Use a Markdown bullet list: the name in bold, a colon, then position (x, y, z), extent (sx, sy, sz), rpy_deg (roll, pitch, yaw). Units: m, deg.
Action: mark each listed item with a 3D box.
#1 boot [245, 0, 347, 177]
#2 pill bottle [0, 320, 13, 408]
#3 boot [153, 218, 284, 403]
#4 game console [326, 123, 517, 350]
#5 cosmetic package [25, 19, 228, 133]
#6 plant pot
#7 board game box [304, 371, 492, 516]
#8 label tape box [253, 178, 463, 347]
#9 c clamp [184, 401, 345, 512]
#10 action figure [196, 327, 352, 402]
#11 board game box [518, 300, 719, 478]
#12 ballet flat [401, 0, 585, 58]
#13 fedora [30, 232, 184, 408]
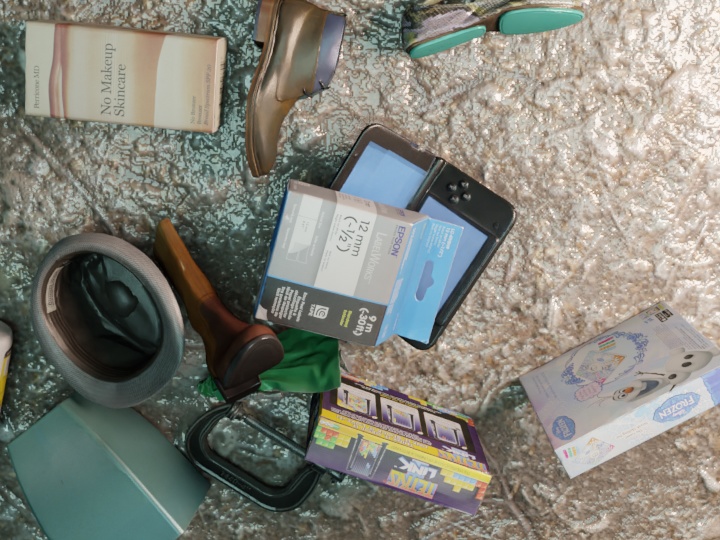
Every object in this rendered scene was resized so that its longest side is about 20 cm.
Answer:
- **boot**: position (-0.072, -0.196, 0.981), extent (0.097, 0.075, 0.200), rpy_deg (7, 102, 1)
- **pill bottle**: position (-0.479, 0.156, 1.050), extent (0.111, 0.111, 0.200), rpy_deg (14, 103, -4)
- **boot**: position (-0.158, 0.029, 0.960), extent (0.068, 0.188, 0.200), rpy_deg (-25, 78, -15)
- **game console**: position (0.044, -0.031, 0.995), extent (0.171, 0.118, 0.200), rpy_deg (36, 104, 19)
- **cosmetic package**: position (-0.249, -0.210, 0.969), extent (0.200, 0.087, 0.104), rpy_deg (4, 105, -1)
- **plant pot**: position (-0.306, 0.243, 1.066), extent (0.141, 0.141, 0.200), rpy_deg (-37, 94, 8)
- **board game box**: position (0.039, 0.192, 1.035), extent (0.200, 0.165, 0.057), rpy_deg (20, 103, -5)
- **label tape box**: position (0.000, 0.000, 0.959), extent (0.200, 0.066, 0.143), rpy_deg (15, 105, -6)
- **c clamp**: position (-0.111, 0.220, 1.104), extent (0.200, 0.027, 0.171), rpy_deg (29, 119, -6)
- **action figure**: position (-0.106, 0.115, 1.056), extent (0.200, 0.118, 0.055), rpy_deg (-16, 133, 20)
- **board game box**: position (0.290, 0.126, 1.000), extent (0.199, 0.200, 0.043), rpy_deg (-28, 104, 7)
- **ballet flat**: position (0.139, -0.283, 0.966), extent (0.200, 0.072, 0.072), rpy_deg (-12, 104, 2)
- **fedora**: position (-0.277, 0.048, 1.027), extent (0.177, 0.090, 0.200), rpy_deg (-40, 91, 16)
